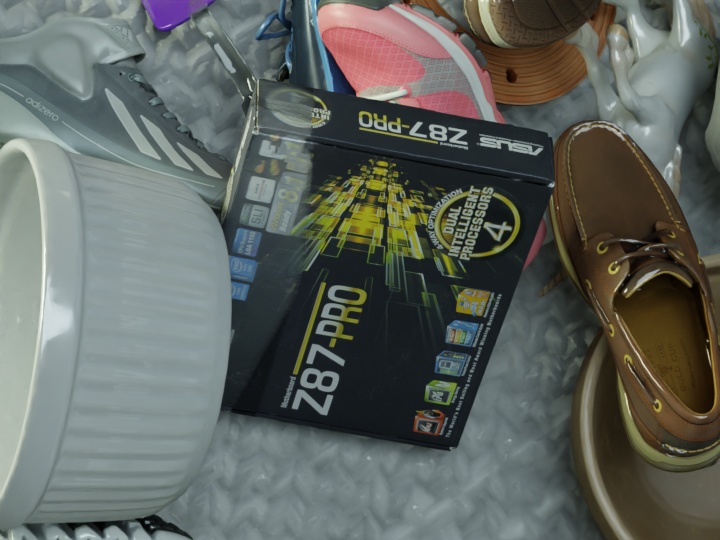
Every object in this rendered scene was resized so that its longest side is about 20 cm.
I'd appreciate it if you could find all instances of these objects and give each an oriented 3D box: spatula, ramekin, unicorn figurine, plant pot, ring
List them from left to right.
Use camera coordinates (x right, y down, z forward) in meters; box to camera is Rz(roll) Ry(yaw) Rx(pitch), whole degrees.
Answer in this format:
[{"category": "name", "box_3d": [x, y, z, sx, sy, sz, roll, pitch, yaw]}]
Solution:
[{"category": "ramekin", "box_3d": [-0.141, 0.036, 1.399, 0.105, 0.200, 0.201, 7, 77, -22]}, {"category": "spatula", "box_3d": [-0.068, -0.111, 1.501, 0.056, 0.021, 0.200, -34, 74, 12]}, {"category": "ring", "box_3d": [0.070, -0.189, 1.547, 0.200, 0.019, 0.201, 12, 71, -37]}, {"category": "unicorn figurine", "box_3d": [0.157, -0.097, 1.540, 0.200, 0.074, 0.138, -48, 125, -28]}, {"category": "plant pot", "box_3d": [0.205, 0.095, 1.515, 0.200, 0.093, 0.202, 3, 79, -13]}]

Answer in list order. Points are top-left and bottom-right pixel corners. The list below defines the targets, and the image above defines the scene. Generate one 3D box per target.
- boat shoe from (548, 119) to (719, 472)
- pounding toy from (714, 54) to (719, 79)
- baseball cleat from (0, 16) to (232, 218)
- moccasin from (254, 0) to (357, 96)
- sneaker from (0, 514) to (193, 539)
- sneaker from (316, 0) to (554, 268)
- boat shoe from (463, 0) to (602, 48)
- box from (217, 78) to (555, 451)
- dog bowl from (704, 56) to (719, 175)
[{"category": "boat shoe", "box_3d": [0.154, 0.005, 1.439, 0.072, 0.068, 0.201, -14, 70, -9]}, {"category": "pounding toy", "box_3d": [0.338, -0.144, 1.583, 0.184, 0.142, 0.200, 36, 90, -3]}, {"category": "baseball cleat", "box_3d": [-0.117, -0.080, 1.489, 0.199, 0.070, 0.107, 19, 75, -9]}, {"category": "moccasin", "box_3d": [-0.022, -0.113, 1.511, 0.080, 0.068, 0.201, 7, 80, -40]}, {"category": "sneaker", "box_3d": [-0.186, 0.165, 1.430, 0.199, 0.075, 0.081, -3, 98, -15]}, {"category": "sneaker", "box_3d": [0.038, -0.065, 1.464, 0.200, 0.074, 0.087, 49, 59, -27]}, {"category": "boat shoe", "box_3d": [0.100, -0.179, 1.509, 0.202, 0.075, 0.075, -46, 122, -46]}, {"category": "box", "box_3d": [0.000, 0.000, 1.439, 0.161, 0.200, 0.049, 12, 40, -9]}, {"category": "dog bowl", "box_3d": [0.287, -0.100, 1.482, 0.199, 0.059, 0.201, 0, 92, -1]}]
